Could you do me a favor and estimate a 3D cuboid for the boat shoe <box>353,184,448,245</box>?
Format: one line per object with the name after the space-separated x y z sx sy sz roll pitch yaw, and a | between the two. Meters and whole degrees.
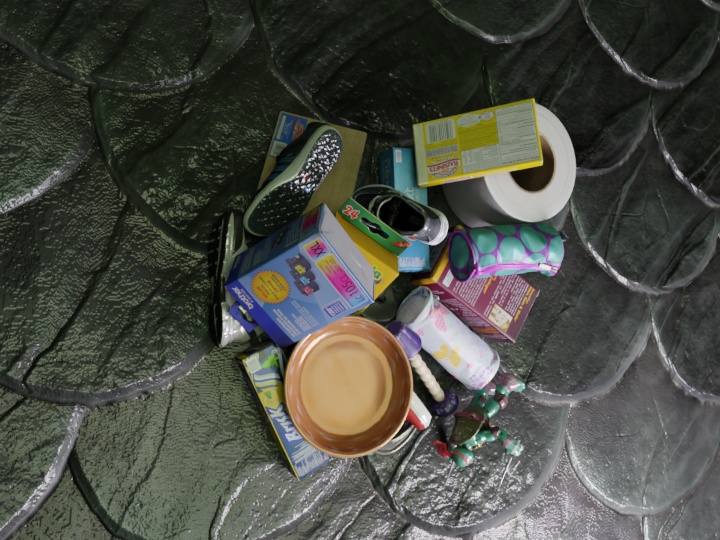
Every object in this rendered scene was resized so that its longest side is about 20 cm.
0.043 -0.092 0.907 0.067 0.198 0.073 11 104 -47 | boat shoe

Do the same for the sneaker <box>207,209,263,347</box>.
-0.187 0.011 0.883 0.079 0.073 0.205 0 92 -34 | sneaker

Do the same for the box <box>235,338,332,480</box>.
-0.119 0.209 0.889 0.063 0.070 0.204 -26 96 -21 | box

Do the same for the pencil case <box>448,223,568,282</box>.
0.240 -0.029 0.949 0.196 0.086 0.093 -4 44 -24 | pencil case

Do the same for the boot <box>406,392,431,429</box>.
0.006 0.217 0.923 0.199 0.072 0.145 41 77 -2 | boot

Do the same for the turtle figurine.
0.201 0.269 0.974 0.101 0.148 0.202 51 56 -28 | turtle figurine

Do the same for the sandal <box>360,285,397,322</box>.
-0.001 0.000 0.965 0.075 0.043 0.203 -32 99 -20 | sandal

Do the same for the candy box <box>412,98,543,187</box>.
0.183 -0.201 0.925 0.195 0.026 0.105 -8 82 18 | candy box

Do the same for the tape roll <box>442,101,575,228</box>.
0.260 -0.178 1.031 0.198 0.139 0.208 1 87 -22 | tape roll

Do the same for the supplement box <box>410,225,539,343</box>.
0.202 0.027 1.022 0.198 0.085 0.112 36 74 -16 | supplement box

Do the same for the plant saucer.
-0.019 0.170 0.865 0.195 0.037 0.205 2 80 -14 | plant saucer

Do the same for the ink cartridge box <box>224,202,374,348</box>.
-0.094 0.019 0.819 0.197 0.077 0.137 -27 119 22 | ink cartridge box

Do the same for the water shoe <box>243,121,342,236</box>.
-0.105 -0.137 0.882 0.200 0.079 0.071 -47 128 -1 | water shoe

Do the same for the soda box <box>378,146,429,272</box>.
0.073 -0.100 0.988 0.063 0.068 0.205 0 87 -21 | soda box

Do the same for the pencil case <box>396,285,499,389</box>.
0.149 0.116 0.993 0.199 0.091 0.083 42 117 -17 | pencil case

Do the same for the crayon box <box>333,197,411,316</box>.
-0.030 0.003 0.879 0.126 0.051 0.200 32 120 -18 | crayon box

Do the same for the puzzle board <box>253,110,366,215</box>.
-0.081 -0.147 0.924 0.147 0.017 0.204 13 72 -1 | puzzle board

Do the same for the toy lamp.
0.100 0.162 0.953 0.058 0.058 0.201 -46 121 -18 | toy lamp

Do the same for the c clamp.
0.049 0.198 0.981 0.168 0.027 0.204 -25 96 -22 | c clamp
